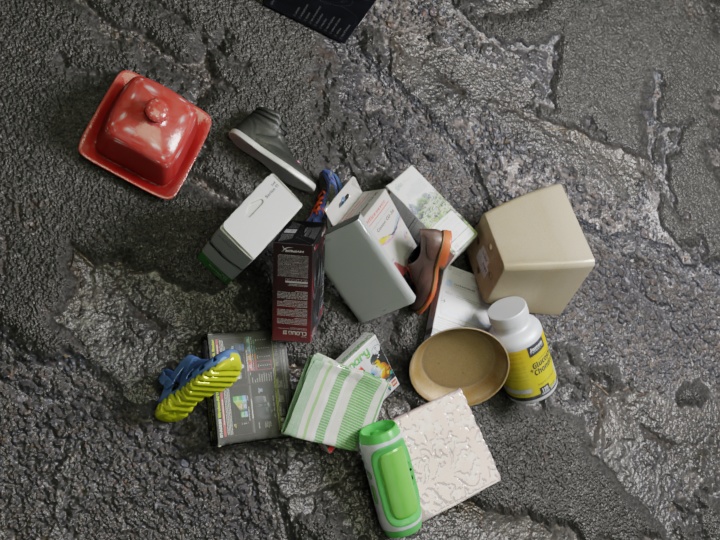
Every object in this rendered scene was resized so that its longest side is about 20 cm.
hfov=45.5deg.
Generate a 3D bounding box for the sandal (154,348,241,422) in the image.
[{"bbox_3d":[-0.287,0.182,1.480,0.079,0.198,0.088,27,38,-51],"label":"sandal"}]

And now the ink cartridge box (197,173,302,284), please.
[{"bbox_3d":[-0.202,-0.071,1.550,0.083,0.200,0.147,43,66,-7],"label":"ink cartridge box"}]

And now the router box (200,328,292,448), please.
[{"bbox_3d":[-0.204,0.211,1.557,0.147,0.062,0.204,-2,78,-24],"label":"router box"}]

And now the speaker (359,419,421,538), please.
[{"bbox_3d":[0.056,0.386,1.591,0.087,0.088,0.203,-18,100,-25],"label":"speaker"}]

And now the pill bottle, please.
[{"bbox_3d":[0.321,0.159,1.726,0.112,0.111,0.202,-36,118,-26],"label":"pill bottle"}]

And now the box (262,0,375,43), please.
[{"bbox_3d":[-0.070,-0.593,1.732,0.194,0.200,0.126,20,69,-17],"label":"box"}]

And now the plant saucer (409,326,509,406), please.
[{"bbox_3d":[0.193,0.184,1.689,0.198,0.202,0.036,24,29,-15],"label":"plant saucer"}]

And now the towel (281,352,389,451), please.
[{"bbox_3d":[-0.041,0.246,1.570,0.198,0.023,0.155,24,84,-39],"label":"towel"}]

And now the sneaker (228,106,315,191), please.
[{"bbox_3d":[-0.152,-0.244,1.684,0.199,0.071,0.100,36,71,-6],"label":"sneaker"}]

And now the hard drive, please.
[{"bbox_3d":[0.000,0.000,1.632,0.201,0.131,0.026,55,33,-21],"label":"hard drive"}]

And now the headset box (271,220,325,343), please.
[{"bbox_3d":[-0.110,0.027,1.549,0.076,0.149,0.204,3,108,6],"label":"headset box"}]

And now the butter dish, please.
[{"bbox_3d":[-0.379,-0.265,1.552,0.198,0.148,0.202,28,69,-14],"label":"butter dish"}]

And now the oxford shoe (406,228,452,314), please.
[{"bbox_3d":[0.121,-0.001,1.694,0.071,0.202,0.072,11,33,-6],"label":"oxford shoe"}]

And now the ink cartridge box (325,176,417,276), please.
[{"bbox_3d":[0.025,-0.075,1.671,0.117,0.067,0.201,-53,124,-34],"label":"ink cartridge box"}]

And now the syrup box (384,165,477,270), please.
[{"bbox_3d":[0.135,-0.107,1.748,0.200,0.082,0.079,46,64,7],"label":"syrup box"}]

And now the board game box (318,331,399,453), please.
[{"bbox_3d":[-0.024,0.228,1.618,0.200,0.034,0.127,-41,120,-25],"label":"board game box"}]

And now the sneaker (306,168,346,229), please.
[{"bbox_3d":[-0.072,-0.104,1.685,0.077,0.075,0.204,4,74,-18],"label":"sneaker"}]

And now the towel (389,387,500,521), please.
[{"bbox_3d":[0.152,0.356,1.668,0.189,0.032,0.203,-23,87,-12],"label":"towel"}]

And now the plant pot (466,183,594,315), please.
[{"bbox_3d":[0.329,-0.033,1.747,0.174,0.201,0.202,-6,58,-17],"label":"plant pot"}]

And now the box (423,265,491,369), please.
[{"bbox_3d":[0.215,0.107,1.771,0.154,0.041,0.203,19,71,-18],"label":"box"}]
